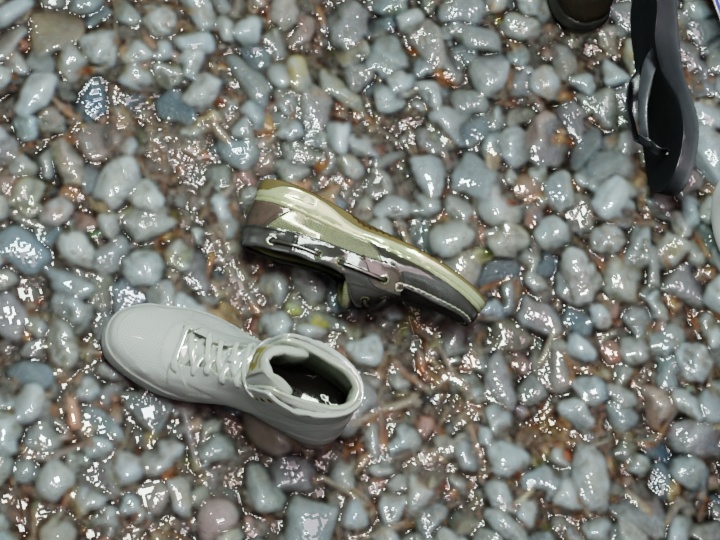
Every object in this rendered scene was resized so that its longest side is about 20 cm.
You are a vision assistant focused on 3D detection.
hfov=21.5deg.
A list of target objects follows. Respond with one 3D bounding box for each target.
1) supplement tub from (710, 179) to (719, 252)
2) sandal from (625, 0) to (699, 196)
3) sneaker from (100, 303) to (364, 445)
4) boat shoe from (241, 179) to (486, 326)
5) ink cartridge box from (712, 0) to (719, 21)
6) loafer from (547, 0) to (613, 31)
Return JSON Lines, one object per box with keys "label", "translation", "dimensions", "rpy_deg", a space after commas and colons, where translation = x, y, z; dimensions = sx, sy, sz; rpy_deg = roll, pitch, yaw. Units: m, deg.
{"label": "supplement tub", "translation": [0.401, -0.061, 1.540], "dimensions": [0.199, 0.145, 0.145], "rpy_deg": [-30, 83, -21]}
{"label": "sandal", "translation": [0.239, -0.150, 1.569], "dimensions": [0.042, 0.076, 0.202], "rpy_deg": [4, 62, -15]}
{"label": "sneaker", "translation": [-0.091, 0.063, 1.391], "dimensions": [0.198, 0.116, 0.074], "rpy_deg": [20, 71, -6]}
{"label": "boat shoe", "translation": [0.000, 0.000, 1.464], "dimensions": [0.198, 0.073, 0.065], "rpy_deg": [27, 80, -2]}
{"label": "ink cartridge box", "translation": [0.370, -0.294, 1.661], "dimensions": [0.198, 0.047, 0.200], "rpy_deg": [-14, 79, -16]}
{"label": "loafer", "translation": [0.181, -0.306, 1.598], "dimensions": [0.072, 0.071, 0.202], "rpy_deg": [-12, 77, -18]}
